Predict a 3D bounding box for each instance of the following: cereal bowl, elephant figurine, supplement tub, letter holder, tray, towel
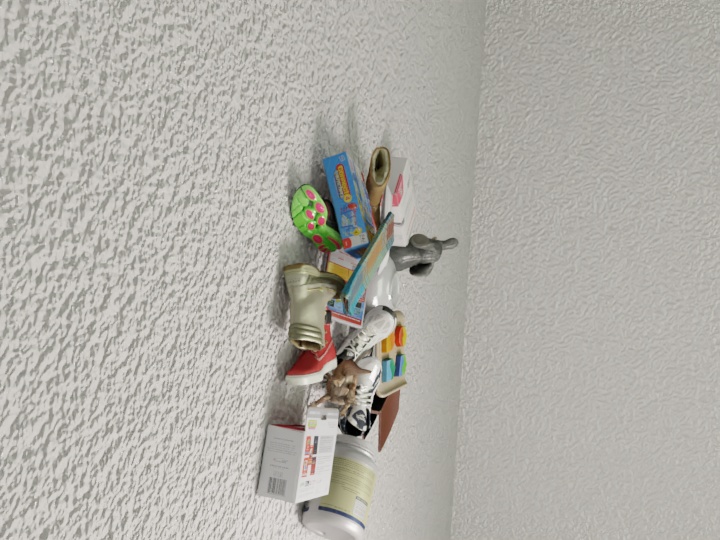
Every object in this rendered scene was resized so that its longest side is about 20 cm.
[{"bbox_3d":[0.056,0.048,1.875,0.200,0.081,0.206,5,90,-74],"label":"cereal bowl"},{"bbox_3d":[0.174,-0.055,2.027,0.142,0.195,0.159,58,41,-62],"label":"elephant figurine"},{"bbox_3d":[-0.041,0.493,1.579,0.146,0.141,0.203,72,29,-51],"label":"supplement tub"},{"bbox_3d":[0.037,0.370,1.872,0.200,0.098,0.146,-53,146,-59],"label":"letter holder"},{"bbox_3d":[0.061,-0.100,1.728,0.108,0.022,0.205,99,-5,-69],"label":"tray"},{"bbox_3d":[0.018,-0.009,1.441,0.203,0.021,0.147,-59,168,-15],"label":"towel"}]

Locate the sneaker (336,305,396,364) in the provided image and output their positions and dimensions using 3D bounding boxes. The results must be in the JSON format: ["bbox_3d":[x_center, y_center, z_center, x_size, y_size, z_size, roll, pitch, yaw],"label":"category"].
[{"bbox_3d":[0.007,0.171,1.636,0.201,0.075,0.116,-46,-174,40],"label":"sneaker"}]

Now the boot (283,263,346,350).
[{"bbox_3d":[-0.086,0.081,1.384,0.199,0.070,0.159,24,58,-60],"label":"boot"}]

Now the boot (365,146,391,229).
[{"bbox_3d":[0.030,-0.170,1.657,0.200,0.064,0.180,115,-26,-71],"label":"boot"}]

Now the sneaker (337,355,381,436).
[{"bbox_3d":[0.003,0.311,1.635,0.202,0.078,0.130,-59,-159,14],"label":"sneaker"}]

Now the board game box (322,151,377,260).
[{"bbox_3d":[-0.013,-0.130,1.507,0.200,0.055,0.201,27,48,-79],"label":"board game box"}]

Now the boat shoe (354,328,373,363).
[{"bbox_3d":[-0.006,0.235,1.766,0.057,0.065,0.205,90,8,-76],"label":"boat shoe"}]

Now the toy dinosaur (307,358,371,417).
[{"bbox_3d":[-0.039,0.243,1.543,0.201,0.085,0.137,-55,-173,38],"label":"toy dinosaur"}]

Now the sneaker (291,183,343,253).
[{"bbox_3d":[-0.091,-0.112,1.410,0.201,0.075,0.085,63,11,-56],"label":"sneaker"}]

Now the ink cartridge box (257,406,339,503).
[{"bbox_3d":[-0.118,0.359,1.396,0.200,0.082,0.180,39,58,-70],"label":"ink cartridge box"}]

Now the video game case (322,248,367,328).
[{"bbox_3d":[-0.033,0.016,1.588,0.141,0.017,0.205,21,72,-44],"label":"video game case"}]

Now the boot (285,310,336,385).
[{"bbox_3d":[-0.104,0.147,1.425,0.200,0.071,0.148,-28,115,-71],"label":"boot"}]

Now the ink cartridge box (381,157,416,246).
[{"bbox_3d":[0.094,-0.189,1.929,0.202,0.083,0.148,73,28,-46],"label":"ink cartridge box"}]

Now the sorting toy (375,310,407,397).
[{"bbox_3d":[0.084,0.212,1.814,0.184,0.036,0.206,-5,92,-64],"label":"sorting toy"}]
